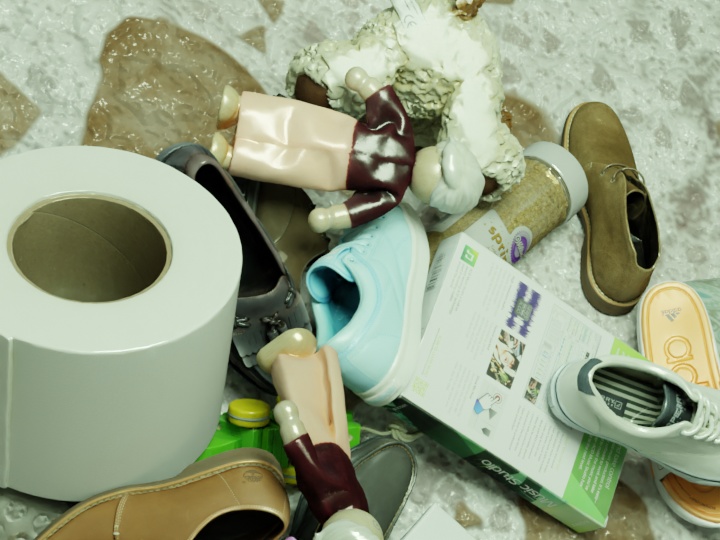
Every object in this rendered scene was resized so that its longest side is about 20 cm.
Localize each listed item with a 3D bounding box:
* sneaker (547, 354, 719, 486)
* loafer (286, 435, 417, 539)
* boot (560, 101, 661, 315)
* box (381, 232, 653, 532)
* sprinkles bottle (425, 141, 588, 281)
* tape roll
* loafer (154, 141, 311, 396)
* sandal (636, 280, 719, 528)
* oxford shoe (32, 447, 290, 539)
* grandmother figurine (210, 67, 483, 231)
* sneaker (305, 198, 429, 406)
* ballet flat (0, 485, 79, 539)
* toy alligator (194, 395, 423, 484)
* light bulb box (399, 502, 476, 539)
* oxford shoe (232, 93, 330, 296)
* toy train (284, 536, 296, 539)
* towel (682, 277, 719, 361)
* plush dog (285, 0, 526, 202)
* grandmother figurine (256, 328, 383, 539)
[{"bbox_3d":[0.236,0.113,1.444,0.198,0.071,0.074,14,78,-14],"label":"sneaker"},{"bbox_3d":[-0.013,0.188,1.351,0.073,0.072,0.200,50,53,-16],"label":"loafer"},{"bbox_3d":[0.215,-0.067,1.629,0.073,0.076,0.201,7,56,-18],"label":"boot"},{"bbox_3d":[0.120,0.085,1.467,0.199,0.036,0.145,33,61,-19],"label":"box"},{"bbox_3d":[0.099,-0.028,1.554,0.068,0.068,0.200,45,53,8],"label":"sprinkles bottle"},{"bbox_3d":[-0.183,0.033,1.306,0.201,0.140,0.204,6,42,-6],"label":"tape roll"},{"bbox_3d":[-0.085,0.004,1.382,0.072,0.063,0.201,-32,106,-18],"label":"loafer"},{"bbox_3d":[0.253,0.097,1.527,0.079,0.059,0.208,-13,66,3],"label":"sandal"},{"bbox_3d":[-0.138,0.180,1.262,0.199,0.072,0.071,-26,31,0],"label":"oxford shoe"},{"bbox_3d":[-0.007,-0.086,1.432,0.198,0.061,0.122,13,93,-3],"label":"grandmother figurine"},{"bbox_3d":[0.000,0.000,1.435,0.082,0.074,0.201,38,31,-32],"label":"sneaker"},{"bbox_3d":[-0.181,0.162,1.324,0.198,0.046,0.068,0,79,-18],"label":"ballet flat"},{"bbox_3d":[-0.047,0.115,1.410,0.199,0.060,0.054,-5,18,-34],"label":"toy alligator"},{"bbox_3d":[0.048,0.300,1.282,0.200,0.125,0.198,42,53,6],"label":"light bulb box"},{"bbox_3d":[-0.063,-0.038,1.489,0.084,0.073,0.202,15,66,-18],"label":"oxford shoe"},{"bbox_3d":[-0.092,0.238,1.223,0.056,0.150,0.200,57,10,-8],"label":"toy train"},{"bbox_3d":[0.352,0.092,1.606,0.170,0.048,0.201,-2,60,-27],"label":"towel"},{"bbox_3d":[0.050,-0.154,1.554,0.199,0.172,0.161,26,83,-4],"label":"plush dog"},{"bbox_3d":[-0.022,0.126,1.278,0.121,0.060,0.201,44,18,-42],"label":"grandmother figurine"}]
